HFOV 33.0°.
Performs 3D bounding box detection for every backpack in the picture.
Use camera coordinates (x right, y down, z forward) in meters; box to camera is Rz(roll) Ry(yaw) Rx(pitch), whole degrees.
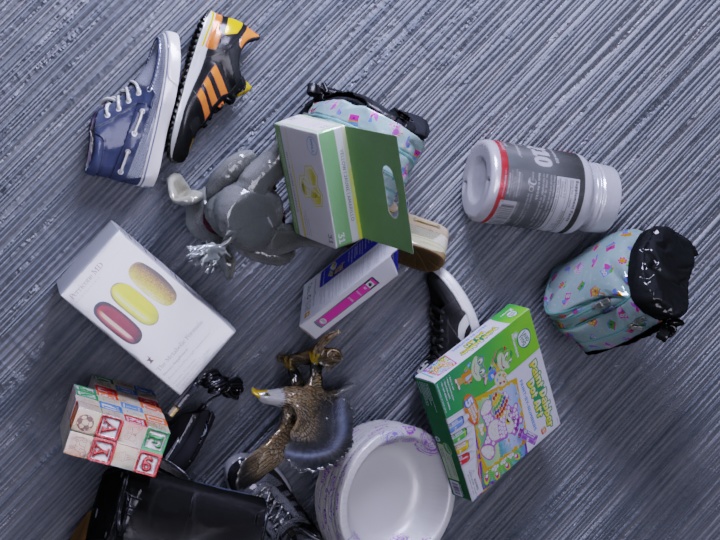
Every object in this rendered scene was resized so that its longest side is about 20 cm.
[{"bbox_3d":[0.358,0.029,1.700,0.127,0.200,0.167,43,47,-15],"label":"backpack"},{"bbox_3d":[0.006,-0.158,1.560,0.166,0.200,0.127,20,93,-19],"label":"backpack"}]

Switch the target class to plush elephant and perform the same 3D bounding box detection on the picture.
[{"bbox_3d":[-0.160,-0.076,1.559,0.200,0.155,0.165,-34,118,-18],"label":"plush elephant"}]

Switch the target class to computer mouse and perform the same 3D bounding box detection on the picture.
[{"bbox_3d":[-0.229,0.214,1.586,0.200,0.140,0.046,-45,72,-5],"label":"computer mouse"}]

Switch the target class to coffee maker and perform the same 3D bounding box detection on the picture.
[{"bbox_3d":[-0.222,0.324,1.508,0.199,0.192,0.135,18,94,-20],"label":"coffee maker"}]

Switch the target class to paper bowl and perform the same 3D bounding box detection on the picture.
[{"bbox_3d":[0.025,0.305,1.678,0.200,0.104,0.202,-5,98,-34],"label":"paper bowl"}]

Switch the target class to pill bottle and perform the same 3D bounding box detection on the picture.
[{"bbox_3d":[0.251,-0.112,1.686,0.199,0.114,0.114,7,97,-18],"label":"pill bottle"}]

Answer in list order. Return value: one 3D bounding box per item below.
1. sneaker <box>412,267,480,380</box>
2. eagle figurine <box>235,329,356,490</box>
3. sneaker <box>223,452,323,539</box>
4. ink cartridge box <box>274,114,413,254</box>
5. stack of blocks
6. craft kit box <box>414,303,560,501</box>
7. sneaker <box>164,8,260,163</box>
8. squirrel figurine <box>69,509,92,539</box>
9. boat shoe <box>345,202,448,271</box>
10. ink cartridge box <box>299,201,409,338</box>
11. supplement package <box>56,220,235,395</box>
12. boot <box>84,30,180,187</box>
[{"bbox_3d":[0.112,0.104,1.701,0.112,0.073,0.201,-29,108,-13],"label":"sneaker"},{"bbox_3d":[-0.083,0.195,1.608,0.150,0.152,0.201,3,62,0],"label":"eagle figurine"},{"bbox_3d":[-0.108,0.337,1.654,0.075,0.114,0.200,-38,107,-8],"label":"sneaker"},{"bbox_3d":[-0.022,-0.098,1.422,0.048,0.200,0.146,-21,113,-27],"label":"ink cartridge box"},{"bbox_3d":[-0.312,0.187,1.522,0.115,0.200,0.059,19,94,-17],"label":"stack of blocks"},{"bbox_3d":[0.181,0.182,1.684,0.197,0.048,0.201,-36,120,-33],"label":"craft kit box"},{"bbox_3d":[-0.188,-0.227,1.558,0.090,0.070,0.201,16,92,-15],"label":"sneaker"},{"bbox_3d":[-0.312,0.445,1.618,0.186,0.142,0.200,23,115,-33],"label":"squirrel figurine"},{"bbox_3d":[0.026,-0.063,1.658,0.199,0.072,0.065,20,57,-8],"label":"boat shoe"},{"bbox_3d":[0.000,0.000,1.594,0.037,0.095,0.200,38,118,-22],"label":"ink cartridge box"},{"bbox_3d":[-0.276,0.046,1.557,0.200,0.110,0.114,42,86,-18],"label":"supplement package"},{"bbox_3d":[-0.287,-0.208,1.530,0.090,0.073,0.201,9,97,-23],"label":"boot"}]
